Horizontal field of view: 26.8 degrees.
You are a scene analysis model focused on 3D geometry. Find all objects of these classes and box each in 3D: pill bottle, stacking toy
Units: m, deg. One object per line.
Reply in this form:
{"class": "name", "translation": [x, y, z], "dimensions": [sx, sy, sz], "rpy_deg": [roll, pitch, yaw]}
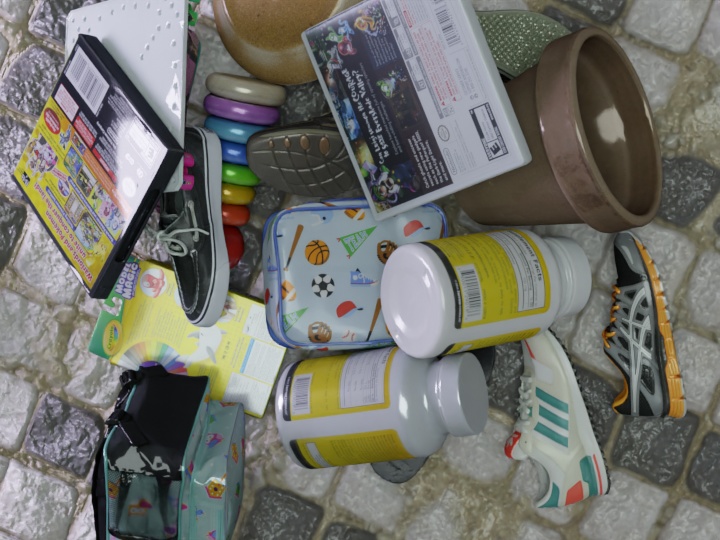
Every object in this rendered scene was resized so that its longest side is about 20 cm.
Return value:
{"class": "pill bottle", "translation": [0.128, 0.018, 1.490], "dimensions": [0.198, 0.111, 0.113], "rpy_deg": [-8, 93, -32]}
{"class": "stacking toy", "translation": [-0.135, -0.099, 1.565], "dimensions": [0.084, 0.085, 0.202], "rpy_deg": [12, 100, 1]}
{"class": "pill bottle", "translation": [0.023, 0.135, 1.517], "dimensions": [0.198, 0.112, 0.113], "rpy_deg": [-9, 93, 25]}

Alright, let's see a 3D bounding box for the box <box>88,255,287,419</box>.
{"class": "box", "translation": [-0.175, 0.066, 1.584], "dimensions": [0.198, 0.048, 0.118], "rpy_deg": [21, 93, -2]}

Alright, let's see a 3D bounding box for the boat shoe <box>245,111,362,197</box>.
{"class": "boat shoe", "translation": [-0.023, -0.123, 1.547], "dimensions": [0.198, 0.074, 0.075], "rpy_deg": [1, 120, -15]}

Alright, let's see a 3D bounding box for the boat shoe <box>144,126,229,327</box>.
{"class": "boat shoe", "translation": [-0.175, -0.043, 1.509], "dimensions": [0.068, 0.073, 0.202], "rpy_deg": [-3, 97, -39]}

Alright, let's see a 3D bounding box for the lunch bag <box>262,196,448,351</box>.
{"class": "lunch bag", "translation": [0.000, 0.000, 1.543], "dimensions": [0.198, 0.076, 0.162], "rpy_deg": [-3, 85, -15]}

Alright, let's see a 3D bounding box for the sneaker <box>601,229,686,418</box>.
{"class": "sneaker", "translation": [0.282, 0.058, 1.555], "dimensions": [0.076, 0.078, 0.202], "rpy_deg": [-11, 91, 11]}

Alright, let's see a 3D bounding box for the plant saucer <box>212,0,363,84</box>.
{"class": "plant saucer", "translation": [-0.072, -0.291, 1.530], "dimensions": [0.198, 0.035, 0.203], "rpy_deg": [-3, 84, 25]}

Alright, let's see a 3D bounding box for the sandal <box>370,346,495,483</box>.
{"class": "sandal", "translation": [0.080, 0.135, 1.579], "dimensions": [0.076, 0.043, 0.201], "rpy_deg": [28, 93, 1]}

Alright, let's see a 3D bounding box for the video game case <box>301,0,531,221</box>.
{"class": "video game case", "translation": [0.051, -0.167, 1.441], "dimensions": [0.181, 0.023, 0.202], "rpy_deg": [-20, 95, 35]}

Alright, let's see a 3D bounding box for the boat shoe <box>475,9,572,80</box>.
{"class": "boat shoe", "translation": [0.136, -0.231, 1.553], "dimensions": [0.198, 0.062, 0.076], "rpy_deg": [6, 91, -14]}

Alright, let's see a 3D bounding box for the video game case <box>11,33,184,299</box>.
{"class": "video game case", "translation": [-0.266, -0.105, 1.505], "dimensions": [0.200, 0.025, 0.182], "rpy_deg": [50, 120, 34]}

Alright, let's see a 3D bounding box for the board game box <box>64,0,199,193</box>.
{"class": "board game box", "translation": [-0.231, -0.172, 1.512], "dimensions": [0.199, 0.026, 0.202], "rpy_deg": [-3, 84, 45]}

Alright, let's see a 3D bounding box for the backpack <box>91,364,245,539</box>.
{"class": "backpack", "translation": [-0.194, 0.220, 1.522], "dimensions": [0.152, 0.176, 0.202], "rpy_deg": [13, 120, -6]}

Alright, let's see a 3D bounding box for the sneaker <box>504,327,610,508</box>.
{"class": "sneaker", "translation": [0.186, 0.152, 1.563], "dimensions": [0.093, 0.070, 0.202], "rpy_deg": [-20, 95, -3]}

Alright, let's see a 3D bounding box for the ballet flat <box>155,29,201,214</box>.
{"class": "ballet flat", "translation": [-0.210, -0.155, 1.559], "dimensions": [0.071, 0.069, 0.202], "rpy_deg": [5, 92, -42]}

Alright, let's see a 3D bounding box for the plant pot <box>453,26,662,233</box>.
{"class": "plant pot", "translation": [0.181, -0.118, 1.495], "dimensions": [0.173, 0.200, 0.202], "rpy_deg": [-17, 92, 31]}
